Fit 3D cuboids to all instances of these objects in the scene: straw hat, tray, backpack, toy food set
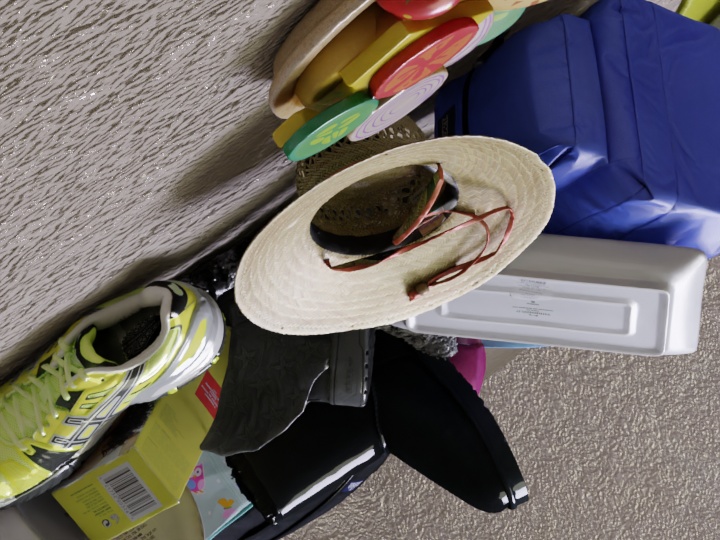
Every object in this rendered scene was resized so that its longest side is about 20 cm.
[{"bbox_3d":[0.006,-0.049,1.344,0.201,0.085,0.201,-18,152,-10],"label":"straw hat"},{"bbox_3d":[0.107,0.017,1.435,0.107,0.200,0.022,86,12,-52],"label":"tray"},{"bbox_3d":[0.124,-0.068,1.472,0.168,0.163,0.200,18,146,-27],"label":"backpack"},{"bbox_3d":[0.040,-0.127,1.165,0.198,0.049,0.200,-40,171,35],"label":"toy food set"},{"bbox_3d":[-0.083,0.148,1.951,0.200,0.153,0.176,-47,167,17],"label":"backpack"}]

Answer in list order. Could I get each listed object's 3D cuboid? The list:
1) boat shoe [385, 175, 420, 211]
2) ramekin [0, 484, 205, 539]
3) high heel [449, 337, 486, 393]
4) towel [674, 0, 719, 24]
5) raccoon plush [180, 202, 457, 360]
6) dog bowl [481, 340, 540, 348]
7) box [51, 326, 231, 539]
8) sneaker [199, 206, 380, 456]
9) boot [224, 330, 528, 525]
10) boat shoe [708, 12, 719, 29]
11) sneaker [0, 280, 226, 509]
[{"bbox_3d":[0.000,-0.002,1.637,0.063,0.073,0.201,20,124,-43],"label":"boat shoe"},{"bbox_3d":[-0.194,0.176,1.528,0.105,0.200,0.200,-49,167,28],"label":"ramekin"},{"bbox_3d":[0.012,0.051,1.712,0.200,0.096,0.067,4,-177,40],"label":"high heel"},{"bbox_3d":[0.220,-0.170,1.546,0.086,0.018,0.200,-20,143,-53],"label":"towel"},{"bbox_3d":[-0.023,0.029,1.537,0.200,0.134,0.097,-35,172,2],"label":"raccoon plush"},{"bbox_3d":[0.069,0.023,1.784,0.111,0.050,0.200,-1,-175,-33],"label":"dog bowl"},{"bbox_3d":[-0.130,0.093,1.524,0.075,0.050,0.200,-30,-164,24],"label":"box"},{"bbox_3d":[-0.043,0.018,1.462,0.104,0.200,0.060,4,-170,6],"label":"sneaker"},{"bbox_3d":[0.000,0.118,1.565,0.162,0.198,0.073,-27,138,-11],"label":"boot"},{"bbox_3d":[0.224,-0.100,1.569,0.200,0.071,0.064,-58,-167,-2],"label":"boat shoe"},{"bbox_3d":[-0.178,0.067,1.427,0.200,0.075,0.076,-39,155,-1],"label":"sneaker"}]
